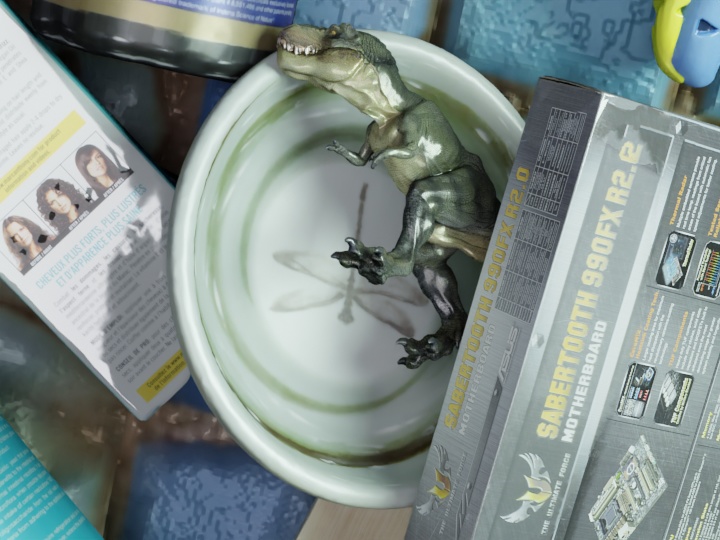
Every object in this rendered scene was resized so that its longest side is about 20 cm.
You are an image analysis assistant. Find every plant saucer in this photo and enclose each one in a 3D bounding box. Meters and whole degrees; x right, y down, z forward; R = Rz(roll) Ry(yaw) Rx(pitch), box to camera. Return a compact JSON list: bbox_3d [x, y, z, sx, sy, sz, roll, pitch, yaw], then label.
[{"bbox_3d":[0.000,0.000,0.779,0.199,0.050,0.202,3,84,-32],"label":"plant saucer"}]

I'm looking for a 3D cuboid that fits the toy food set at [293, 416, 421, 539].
[{"bbox_3d":[0.018,0.170,0.835,0.143,0.060,0.201,26,102,-8],"label":"toy food set"}]

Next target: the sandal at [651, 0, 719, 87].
[{"bbox_3d":[0.188,-0.162,0.751,0.087,0.080,0.201,29,102,-1],"label":"sandal"}]

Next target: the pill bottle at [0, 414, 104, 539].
[{"bbox_3d":[-0.184,0.126,0.822,0.111,0.111,0.200,-39,92,11],"label":"pill bottle"}]

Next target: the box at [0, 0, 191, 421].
[{"bbox_3d":[-0.134,-0.036,0.789,0.082,0.049,0.200,-42,101,-1],"label":"box"}]

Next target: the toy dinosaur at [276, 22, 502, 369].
[{"bbox_3d":[0.032,-0.015,0.747,0.200,0.047,0.088,46,57,-23],"label":"toy dinosaur"}]

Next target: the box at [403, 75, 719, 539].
[{"bbox_3d":[0.119,0.037,0.753,0.158,0.048,0.201,13,96,-30],"label":"box"}]

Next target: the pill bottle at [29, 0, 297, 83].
[{"bbox_3d":[-0.067,-0.187,0.762,0.111,0.112,0.201,13,99,6],"label":"pill bottle"}]

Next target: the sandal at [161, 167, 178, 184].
[{"bbox_3d":[-0.171,-0.041,0.828,0.199,0.048,0.076,12,100,5],"label":"sandal"}]
